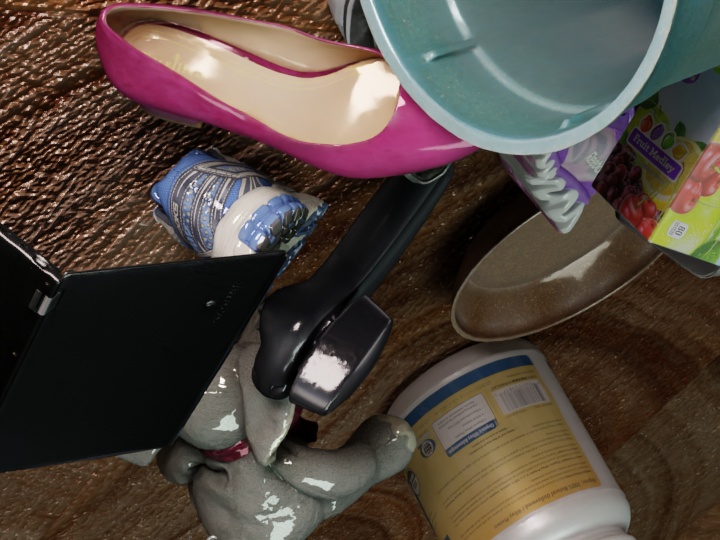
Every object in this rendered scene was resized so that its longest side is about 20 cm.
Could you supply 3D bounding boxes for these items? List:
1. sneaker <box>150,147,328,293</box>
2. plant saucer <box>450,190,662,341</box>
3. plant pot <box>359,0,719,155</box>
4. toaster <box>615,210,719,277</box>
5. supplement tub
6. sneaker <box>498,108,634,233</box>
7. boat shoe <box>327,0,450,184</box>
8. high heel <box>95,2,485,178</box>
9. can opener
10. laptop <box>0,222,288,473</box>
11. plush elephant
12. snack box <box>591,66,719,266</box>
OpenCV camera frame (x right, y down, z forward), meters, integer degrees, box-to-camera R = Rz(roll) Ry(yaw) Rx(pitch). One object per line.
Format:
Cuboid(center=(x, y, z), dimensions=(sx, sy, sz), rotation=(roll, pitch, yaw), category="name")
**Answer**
Cuboid(center=(-0.073, -0.034, 1.168), dimensions=(0.077, 0.085, 0.200), rotation=(-53, 176, -4), category="sneaker")
Cuboid(center=(0.145, -0.022, 1.450), dimensions=(0.199, 0.037, 0.201), rotation=(-24, 155, -12), category="plant saucer")
Cuboid(center=(0.132, -0.170, 0.999), dimensions=(0.195, 0.201, 0.201), rotation=(-15, 152, -43), category="plant pot")
Cuboid(center=(0.277, -0.100, 1.295), dimensions=(0.180, 0.119, 0.201), rotation=(-9, 126, -31), category="toaster")
Cuboid(center=(0.120, 0.170, 1.586), dimensions=(0.144, 0.201, 0.145), rotation=(-23, 154, -12), category="supplement tub")
Cuboid(center=(0.124, -0.096, 1.256), dimensions=(0.088, 0.081, 0.200), rotation=(-37, 159, 2), category="sneaker")
Cuboid(center=(0.032, -0.117, 1.114), dimensions=(0.072, 0.071, 0.200), rotation=(-27, 154, -5), category="boat shoe")
Cuboid(center=(-0.032, -0.092, 1.006), dimensions=(0.198, 0.068, 0.096), rotation=(4, 165, 9), category="high heel")
Cuboid(center=(0.000, 0.000, 1.246), dimensions=(0.201, 0.078, 0.063), rotation=(-56, 176, -25), category="can opener")
Cuboid(center=(-0.176, 0.015, 1.083), dimensions=(0.116, 0.199, 0.188), rotation=(-48, 174, -46), category="laptop")
Cuboid(center=(-0.078, 0.097, 1.331), dimensions=(0.200, 0.163, 0.156), rotation=(-48, 137, -52), category="plush elephant")
Cuboid(center=(0.250, -0.095, 1.149), dimensions=(0.168, 0.068, 0.201), rotation=(17, 112, -40), category="snack box")
